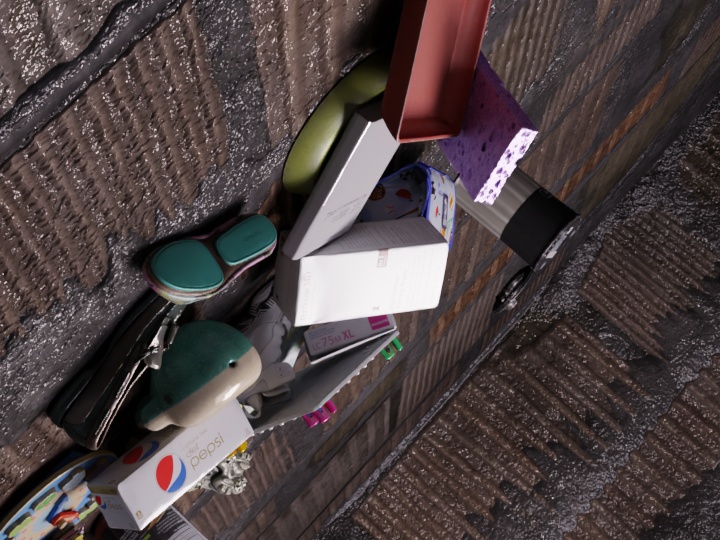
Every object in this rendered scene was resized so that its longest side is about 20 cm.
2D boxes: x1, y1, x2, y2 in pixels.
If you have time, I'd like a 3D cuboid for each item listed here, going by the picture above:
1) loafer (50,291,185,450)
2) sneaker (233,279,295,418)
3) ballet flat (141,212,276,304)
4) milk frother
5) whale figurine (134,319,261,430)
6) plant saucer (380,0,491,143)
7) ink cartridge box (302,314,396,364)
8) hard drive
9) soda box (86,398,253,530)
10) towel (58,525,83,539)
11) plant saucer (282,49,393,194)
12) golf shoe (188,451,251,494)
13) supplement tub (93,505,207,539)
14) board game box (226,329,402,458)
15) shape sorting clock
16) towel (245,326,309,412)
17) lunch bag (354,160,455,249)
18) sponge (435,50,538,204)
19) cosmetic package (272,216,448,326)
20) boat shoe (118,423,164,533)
[{"bbox_3d":[-0.238,0.100,1.421,0.200,0.063,0.072,-49,167,-2],"label":"loafer"},{"bbox_3d":[-0.110,0.096,1.703,0.200,0.115,0.075,-43,166,-25],"label":"sneaker"},{"bbox_3d":[-0.164,-0.005,1.396,0.071,0.069,0.200,-35,178,38],"label":"ballet flat"},{"bbox_3d":[0.224,-0.062,2.179,0.200,0.188,0.181,-49,165,-3],"label":"milk frother"},{"bbox_3d":[-0.205,0.123,1.569,0.159,0.104,0.200,-38,-173,-38],"label":"whale figurine"},{"bbox_3d":[0.082,-0.242,1.454,0.200,0.037,0.201,-18,124,-65],"label":"plant saucer"},{"bbox_3d":[-0.017,0.089,1.825,0.119,0.042,0.200,-18,171,-4],"label":"ink cartridge box"},{"bbox_3d":[-0.009,-0.110,1.532,0.132,0.027,0.200,-31,157,-54],"label":"hard drive"},{"bbox_3d":[-0.223,0.222,1.600,0.068,0.064,0.200,-7,-155,47],"label":"soda box"},{"bbox_3d":[-0.402,0.385,1.689,0.144,0.023,0.200,-39,171,-22],"label":"towel"},{"bbox_3d":[-0.009,-0.158,1.524,0.200,0.031,0.200,-45,166,-15],"label":"plant saucer"},{"bbox_3d":[-0.240,0.259,1.818,0.200,0.097,0.079,34,66,-51],"label":"golf shoe"},{"bbox_3d":[-0.261,0.390,1.833,0.107,0.200,0.107,-45,166,-14],"label":"supplement tub"},{"bbox_3d":[-0.062,0.158,1.719,0.200,0.026,0.200,-25,-171,41],"label":"board game box"},{"bbox_3d":[-0.361,0.286,1.581,0.200,0.039,0.200,-46,166,-15],"label":"shape sorting clock"},{"bbox_3d":[-0.146,0.135,1.847,0.171,0.048,0.200,-42,165,-39],"label":"towel"},{"bbox_3d":[0.050,-0.050,1.807,0.200,0.124,0.170,-56,166,7],"label":"lunch bag"},{"bbox_3d":[0.128,-0.183,1.573,0.030,0.200,0.112,5,130,-32],"label":"sponge"},{"bbox_3d":[0.000,0.000,1.651,0.200,0.074,0.102,-9,123,-25],"label":"cosmetic package"},{"bbox_3d":[-0.283,0.270,1.695,0.200,0.076,0.074,103,14,-44],"label":"boat shoe"}]
